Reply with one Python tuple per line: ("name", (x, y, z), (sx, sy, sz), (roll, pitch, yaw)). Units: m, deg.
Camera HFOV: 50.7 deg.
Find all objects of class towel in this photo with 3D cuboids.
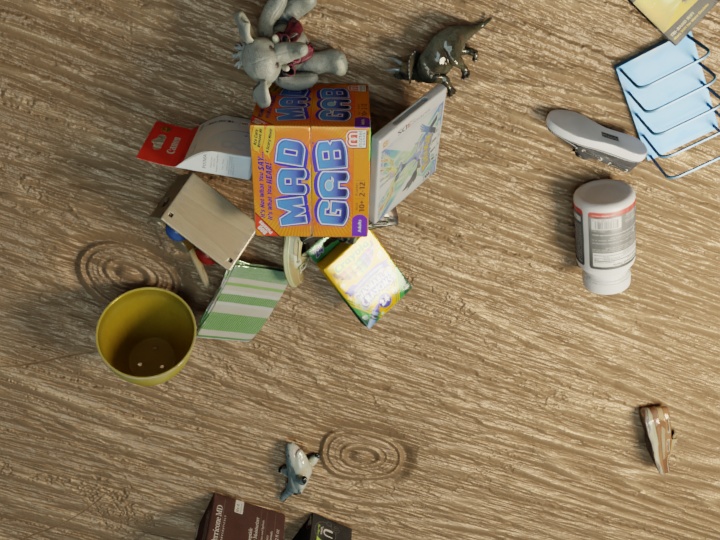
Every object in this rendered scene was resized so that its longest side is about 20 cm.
("towel", (-0.243, 0.067, 1.571), (0.150, 0.024, 0.202), (10, 123, -38))

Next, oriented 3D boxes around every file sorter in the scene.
("file sorter", (0.558, -0.286, 1.337), (0.137, 0.124, 0.202), (-24, 119, 14))

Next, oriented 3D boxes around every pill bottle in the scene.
("pill bottle", (0.474, -0.063, 1.475), (0.113, 0.117, 0.203), (-9, 122, 5))

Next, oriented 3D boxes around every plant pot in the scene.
("plant pot", (-0.437, 0.159, 1.575), (0.195, 0.204, 0.143), (7, 148, -5))

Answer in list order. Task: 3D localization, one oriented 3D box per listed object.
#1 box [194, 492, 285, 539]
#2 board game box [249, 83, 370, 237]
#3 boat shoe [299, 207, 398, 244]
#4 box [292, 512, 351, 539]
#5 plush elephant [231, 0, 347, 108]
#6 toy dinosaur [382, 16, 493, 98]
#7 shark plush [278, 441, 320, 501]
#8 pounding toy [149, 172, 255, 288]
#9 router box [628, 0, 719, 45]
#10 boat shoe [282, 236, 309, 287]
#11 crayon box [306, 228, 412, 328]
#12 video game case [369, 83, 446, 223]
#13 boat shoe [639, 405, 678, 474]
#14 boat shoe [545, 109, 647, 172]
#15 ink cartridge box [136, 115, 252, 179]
("box", (-0.310, 0.697, 1.897), (0.197, 0.167, 0.166), (21, 120, -14))
("board game box", (-0.083, -0.197, 1.338), (0.195, 0.201, 0.203), (1, 122, -1))
("boat shoe", (-0.020, -0.082, 1.440), (0.197, 0.072, 0.067), (-20, 88, -5))
("box", (-0.120, 0.755, 1.945), (0.123, 0.150, 0.201), (27, 118, -14))
("plush elephant", (-0.136, -0.364, 1.260), (0.196, 0.156, 0.167), (-15, 117, 10))
("toy dinosaur", (0.145, -0.369, 1.310), (0.199, 0.078, 0.102), (-35, 129, 24))
("shark plush", (-0.162, 0.494, 1.859), (0.082, 0.091, 0.202), (26, 141, 6))
("pounding toy", (-0.301, -0.068, 1.432), (0.183, 0.199, 0.143), (39, 80, -21))
("router box", (0.536, -0.503, 1.246), (0.156, 0.053, 0.201), (33, 115, -18))
("boat shoe", (-0.119, -0.059, 1.499), (0.062, 0.073, 0.205), (2, 114, 4))
("crayon box", (0.000, 0.000, 1.517), (0.125, 0.051, 0.201), (-42, 116, -8))
("video game case", (0.081, -0.202, 1.334), (0.022, 0.182, 0.202), (35, 149, 23))
("boat shoe", (0.710, 0.399, 1.782), (0.070, 0.076, 0.202), (-18, 121, 8))
("boat shoe", (0.427, -0.233, 1.404), (0.196, 0.071, 0.067), (16, 139, -7))
("ink cartridge box", (-0.278, -0.231, 1.339), (0.196, 0.161, 0.048), (11, 123, -7))
